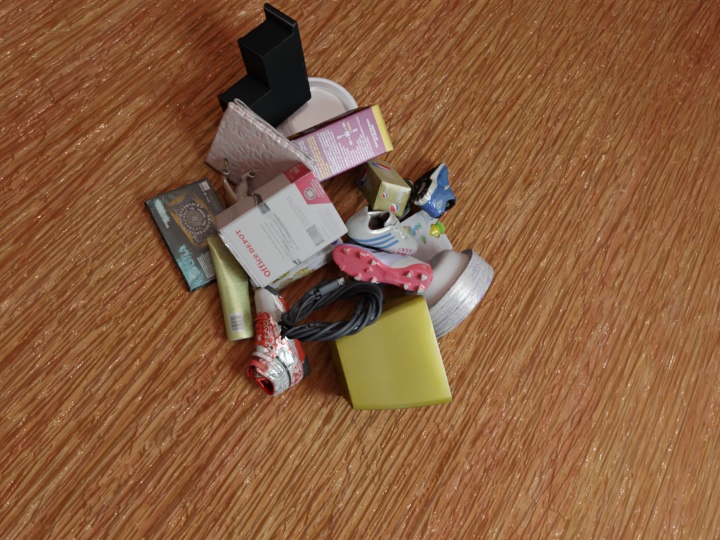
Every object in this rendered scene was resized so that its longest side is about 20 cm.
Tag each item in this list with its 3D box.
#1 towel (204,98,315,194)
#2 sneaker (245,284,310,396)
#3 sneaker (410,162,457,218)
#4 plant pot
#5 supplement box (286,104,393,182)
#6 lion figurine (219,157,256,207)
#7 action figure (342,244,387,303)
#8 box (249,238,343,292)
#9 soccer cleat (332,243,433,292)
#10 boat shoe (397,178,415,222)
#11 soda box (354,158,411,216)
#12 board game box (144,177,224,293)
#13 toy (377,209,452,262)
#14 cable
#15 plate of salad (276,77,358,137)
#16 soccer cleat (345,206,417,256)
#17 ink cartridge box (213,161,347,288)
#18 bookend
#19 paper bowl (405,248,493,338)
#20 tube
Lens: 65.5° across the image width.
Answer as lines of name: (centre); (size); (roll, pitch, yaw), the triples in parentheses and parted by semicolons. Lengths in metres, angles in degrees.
towel: (-0.202, -0.217, 1.113); (0.200, 0.191, 0.032); (37, 51, -7)
sneaker: (-0.174, 0.134, 1.051); (0.108, 0.067, 0.202); (-31, 104, -43)
sneaker: (0.174, -0.178, 1.288); (0.089, 0.078, 0.200); (48, 35, -16)
plant pot: (0.040, 0.167, 1.082); (0.176, 0.200, 0.201); (-16, 91, -11)
supplement box: (-0.053, -0.264, 1.179); (0.199, 0.131, 0.104); (-27, 110, -13)
lion figurine: (-0.221, -0.124, 1.136); (0.072, 0.123, 0.200); (-31, 71, -37)
action figure: (0.000, 0.000, 1.159); (0.118, 0.102, 0.201); (-24, 66, -1)
box: (-0.124, -0.010, 1.115); (0.199, 0.041, 0.039); (-30, 68, -2)
soccer cleat: (0.044, -0.011, 1.088); (0.199, 0.067, 0.077); (16, 28, 3)
boat shoe: (0.078, -0.138, 1.268); (0.067, 0.057, 0.200); (37, 65, -7)
soda box: (0.043, -0.184, 1.197); (0.067, 0.200, 0.064); (11, 112, -17)
board game box: (-0.321, -0.073, 1.111); (0.135, 0.028, 0.201); (-26, 85, -25)
toy: (0.113, -0.055, 1.259); (0.200, 0.047, 0.115); (-32, 96, -33)
cable: (-0.055, 0.080, 1.011); (0.200, 0.163, 0.051); (-31, 126, -32)
plate of salad: (-0.097, -0.340, 1.269); (0.199, 0.048, 0.201); (2, 80, -11)
soccer cleat: (0.060, -0.076, 1.128); (0.199, 0.086, 0.070); (10, 45, -41)
ink cartridge box: (-0.148, -0.084, 1.041); (0.200, 0.085, 0.146); (-34, 122, -5)
bookend: (-0.210, -0.384, 1.132); (0.092, 0.199, 0.200); (38, 72, 21)
paper bowl: (0.172, 0.036, 1.171); (0.104, 0.201, 0.201); (40, 64, -5)
tube: (-0.244, 0.033, 1.081); (0.052, 0.058, 0.201); (-10, 86, 15)
